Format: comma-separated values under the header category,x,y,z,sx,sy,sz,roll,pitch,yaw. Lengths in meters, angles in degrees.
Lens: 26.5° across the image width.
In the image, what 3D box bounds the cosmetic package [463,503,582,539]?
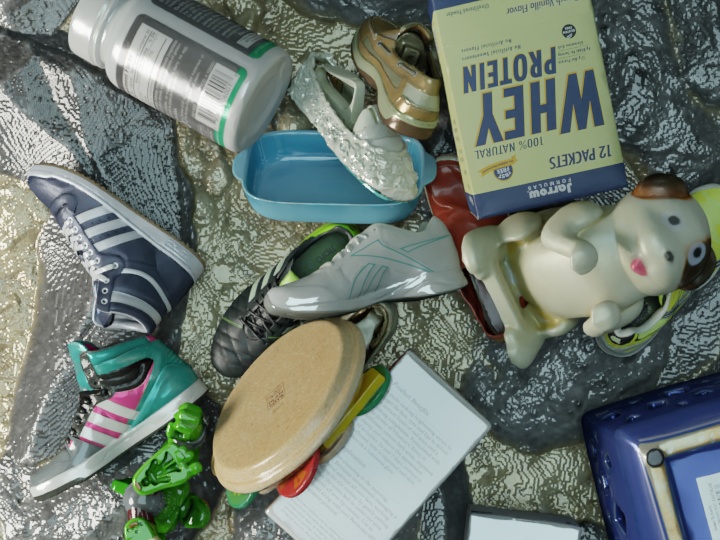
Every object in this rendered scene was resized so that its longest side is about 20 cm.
category,x,y,z,sx,sy,sz,roll,pitch,yaw
cosmetic package,0.147,0.335,1.486,0.112,0.081,0.201,9,87,2

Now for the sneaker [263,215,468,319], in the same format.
category,x,y,z,sx,sy,sz,roll,pitch,yaw
sneaker,0.000,0.000,1.452,0.200,0.070,0.081,-12,88,-18

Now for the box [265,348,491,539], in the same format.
category,x,y,z,sx,sy,sz,roll,pitch,yaw
box,0.019,0.183,1.459,0.106,0.152,0.200,42,89,4

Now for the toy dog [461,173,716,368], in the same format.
category,x,y,z,sx,sy,sz,roll,pitch,yaw
toy dog,0.230,-0.009,1.421,0.200,0.194,0.140,-17,96,35

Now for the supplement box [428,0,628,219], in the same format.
category,x,y,z,sx,sy,sz,roll,pitch,yaw
supplement box,0.146,-0.160,1.379,0.134,0.200,0.201,-12,94,3

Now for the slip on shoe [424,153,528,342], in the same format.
category,x,y,z,sx,sy,sz,roll,pitch,yaw
slip on shoe,0.116,-0.021,1.501,0.074,0.061,0.201,-22,88,23

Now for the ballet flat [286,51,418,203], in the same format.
category,x,y,z,sx,sy,sz,roll,pitch,yaw
ballet flat,-0.006,-0.145,1.469,0.072,0.072,0.200,-42,54,0

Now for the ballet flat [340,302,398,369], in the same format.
category,x,y,z,sx,sy,sz,roll,pitch,yaw
ballet flat,-0.036,0.102,1.509,0.067,0.062,0.200,36,90,0

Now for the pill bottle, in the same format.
category,x,y,z,sx,sy,sz,roll,pitch,yaw
pill bottle,-0.177,-0.209,1.494,0.200,0.113,0.113,30,89,11

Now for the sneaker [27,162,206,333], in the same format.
category,x,y,z,sx,sy,sz,roll,pitch,yaw
sneaker,-0.263,-0.017,1.505,0.200,0.070,0.109,33,70,0

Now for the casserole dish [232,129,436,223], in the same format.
category,x,y,z,sx,sy,sz,roll,pitch,yaw
casserole dish,-0.025,-0.089,1.499,0.199,0.121,0.039,1,131,3

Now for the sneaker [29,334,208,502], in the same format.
category,x,y,z,sx,sy,sz,roll,pitch,yaw
sneaker,-0.264,0.129,1.504,0.200,0.084,0.121,-35,92,-7

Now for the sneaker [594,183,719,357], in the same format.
category,x,y,z,sx,sy,sz,roll,pitch,yaw
sneaker,0.306,0.003,1.492,0.075,0.076,0.200,34,89,5

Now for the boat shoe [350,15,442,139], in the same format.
category,x,y,z,sx,sy,sz,roll,pitch,yaw
boat shoe,0.044,-0.203,1.455,0.071,0.200,0.076,9,122,-23

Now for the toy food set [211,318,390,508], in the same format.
category,x,y,z,sx,sy,sz,roll,pitch,yaw
toy food set,-0.064,0.131,1.420,0.049,0.198,0.200,42,87,-25

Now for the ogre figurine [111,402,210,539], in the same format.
category,x,y,z,sx,sy,sz,roll,pitch,yaw
ogre figurine,-0.196,0.224,1.483,0.098,0.120,0.201,2,90,-2

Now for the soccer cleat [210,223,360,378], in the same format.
category,x,y,z,sx,sy,sz,roll,pitch,yaw
soccer cleat,-0.077,0.025,1.503,0.068,0.081,0.200,43,90,3

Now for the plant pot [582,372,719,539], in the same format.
category,x,y,z,sx,sy,sz,roll,pitch,yaw
plant pot,0.332,0.207,1.426,0.199,0.180,0.201,-15,87,1
